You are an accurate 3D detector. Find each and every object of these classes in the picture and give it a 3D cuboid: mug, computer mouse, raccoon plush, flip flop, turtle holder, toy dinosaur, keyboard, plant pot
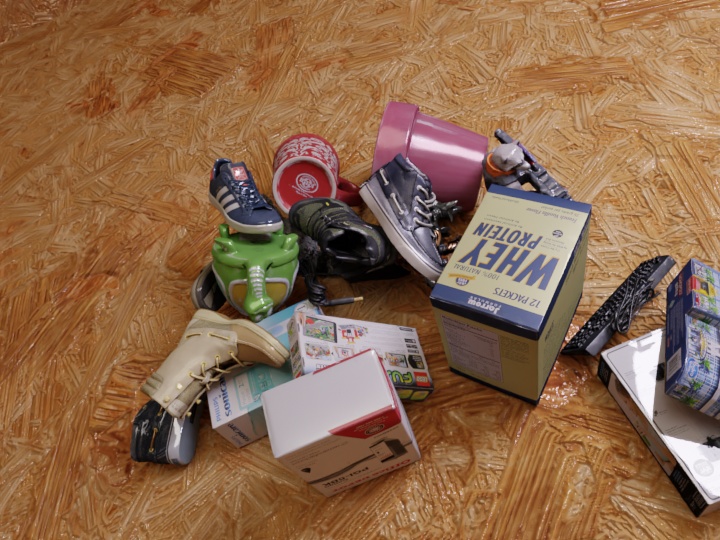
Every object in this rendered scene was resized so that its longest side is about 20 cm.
[{"bbox_3d":[-0.079,-0.172,0.979,0.177,0.134,0.200,-4,20,-3],"label":"mug"},{"bbox_3d":[0.000,0.000,0.865,0.199,0.046,0.141,-4,32,-11],"label":"computer mouse"},{"bbox_3d":[-0.116,-0.068,0.953,0.199,0.134,0.097,2,53,20],"label":"raccoon plush"},{"bbox_3d":[-0.248,0.022,0.919,0.057,0.081,0.200,-18,16,14],"label":"flip flop"},{"bbox_3d":[-0.155,0.004,0.850,0.141,0.132,0.185,-15,27,-38],"label":"turtle holder"},{"bbox_3d":[0.113,-0.036,0.862,0.200,0.102,0.136,25,61,-17],"label":"toy dinosaur"},{"bbox_3d":[0.353,0.037,0.737,0.200,0.104,0.040,-43,92,-16],"label":"keyboard"},{"bbox_3d":[0.122,-0.181,0.940,0.178,0.200,0.200,11,56,7],"label":"plant pot"}]

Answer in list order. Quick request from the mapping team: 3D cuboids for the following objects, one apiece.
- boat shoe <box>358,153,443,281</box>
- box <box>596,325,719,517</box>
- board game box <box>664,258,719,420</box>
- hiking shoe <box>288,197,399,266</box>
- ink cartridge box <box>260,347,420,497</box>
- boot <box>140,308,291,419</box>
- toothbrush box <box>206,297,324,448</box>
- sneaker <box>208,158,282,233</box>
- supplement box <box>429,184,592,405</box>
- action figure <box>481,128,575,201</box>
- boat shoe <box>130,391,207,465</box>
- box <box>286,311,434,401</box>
[{"bbox_3d":[0.081,-0.085,0.801,0.093,0.075,0.200,-44,67,21],"label":"boat shoe"},{"bbox_3d":[0.393,0.170,0.646,0.116,0.060,0.200,-23,50,0],"label":"box"},{"bbox_3d":[0.463,0.101,0.617,0.199,0.062,0.200,25,44,11],"label":"board game box"},{"bbox_3d":[-0.040,-0.064,0.830,0.200,0.101,0.076,23,106,23],"label":"hiking shoe"},{"bbox_3d":[-0.015,0.198,0.673,0.146,0.200,0.083,-23,53,1],"label":"ink cartridge box"},{"bbox_3d":[-0.205,0.140,0.749,0.200,0.073,0.156,12,54,35],"label":"boot"},{"bbox_3d":[-0.129,0.153,0.821,0.199,0.085,0.147,-25,49,1],"label":"toothbrush box"},{"bbox_3d":[-0.191,-0.126,0.865,0.075,0.085,0.200,-14,34,-39],"label":"sneaker"},{"bbox_3d":[0.207,0.033,0.723,0.134,0.200,0.200,18,61,29],"label":"supplement box"},{"bbox_3d":[0.241,-0.112,0.829,0.104,0.194,0.200,-29,50,-4],"label":"action figure"},{"bbox_3d":[-0.297,0.202,0.847,0.091,0.071,0.201,-3,55,11],"label":"boat shoe"},{"bbox_3d":[0.001,0.122,0.752,0.199,0.035,0.110,11,44,-27],"label":"box"}]
